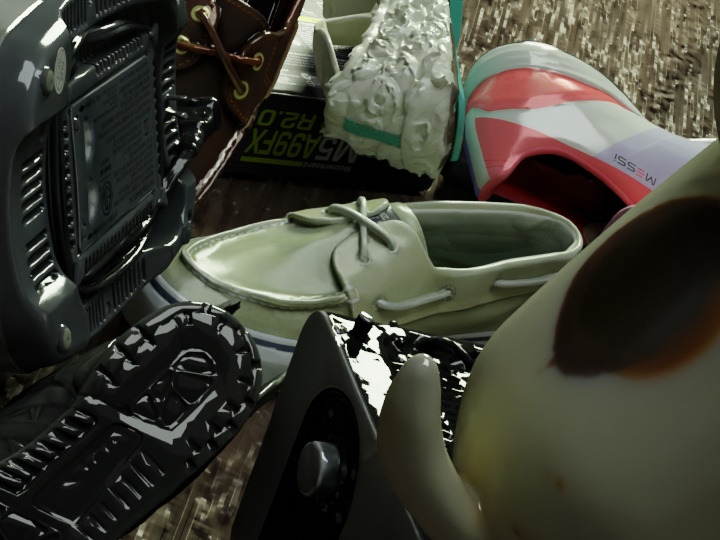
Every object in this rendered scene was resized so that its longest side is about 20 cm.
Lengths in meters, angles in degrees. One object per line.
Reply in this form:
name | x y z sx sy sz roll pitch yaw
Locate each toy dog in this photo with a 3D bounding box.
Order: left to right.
toy dog | 0.112 -0.003 0.623 0.193 0.201 0.140 17 28 -19

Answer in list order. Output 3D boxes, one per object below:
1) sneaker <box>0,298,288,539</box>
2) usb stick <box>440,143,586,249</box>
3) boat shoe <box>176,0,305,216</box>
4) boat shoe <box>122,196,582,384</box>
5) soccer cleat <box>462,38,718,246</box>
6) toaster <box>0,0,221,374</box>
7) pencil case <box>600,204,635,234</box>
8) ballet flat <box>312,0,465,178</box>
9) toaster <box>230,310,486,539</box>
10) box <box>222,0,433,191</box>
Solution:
sneaker | -0.095 0.067 0.727 0.199 0.104 0.060 -36 90 -24
usb stick | 0.124 -0.005 1.080 0.199 0.033 0.055 32 28 10
boat shoe | -0.063 -0.090 0.935 0.070 0.070 0.201 35 53 -25
boat shoe | 0.000 0.000 0.927 0.199 0.062 0.072 -1 38 -41
soccer cleat | 0.130 -0.026 1.028 0.199 0.068 0.074 24 48 -18
toaster | -0.132 -0.042 0.793 0.128 0.115 0.200 3 19 13
pencil case | 0.184 0.038 0.992 0.199 0.083 0.086 18 -9 -20
ballet flat | 0.013 -0.107 1.030 0.071 0.072 0.200 22 28 -9
toaster | 0.069 0.114 0.731 0.199 0.119 0.181 11 32 -27
box | -0.073 -0.104 1.062 0.199 0.044 0.160 4 35 -38
